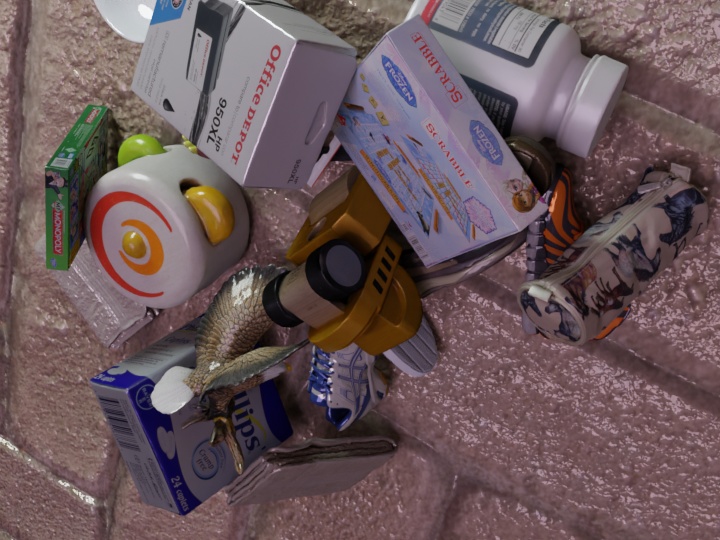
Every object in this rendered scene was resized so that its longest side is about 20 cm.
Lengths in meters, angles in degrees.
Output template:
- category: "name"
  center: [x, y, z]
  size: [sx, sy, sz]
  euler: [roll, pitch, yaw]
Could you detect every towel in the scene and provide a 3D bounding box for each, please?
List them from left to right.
- category: "towel"
  center: [-0.384, 0.012, 1.254]
  size: [0.132, 0.034, 0.201]
  euler: [-35, 94, 35]
- category: "towel"
  center: [-0.064, 0.253, 1.099]
  size: [0.133, 0.199, 0.035]
  euler: [-44, 54, 40]

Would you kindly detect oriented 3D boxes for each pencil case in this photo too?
- category: "pencil case"
  center: [0.235, -0.013, 0.804]
  size: [0.078, 0.200, 0.090]
  euler: [31, 154, 49]

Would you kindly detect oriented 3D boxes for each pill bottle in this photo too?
- category: "pill bottle"
  center: [0.140, -0.185, 0.818]
  size: [0.199, 0.120, 0.120]
  euler: [27, 123, 15]

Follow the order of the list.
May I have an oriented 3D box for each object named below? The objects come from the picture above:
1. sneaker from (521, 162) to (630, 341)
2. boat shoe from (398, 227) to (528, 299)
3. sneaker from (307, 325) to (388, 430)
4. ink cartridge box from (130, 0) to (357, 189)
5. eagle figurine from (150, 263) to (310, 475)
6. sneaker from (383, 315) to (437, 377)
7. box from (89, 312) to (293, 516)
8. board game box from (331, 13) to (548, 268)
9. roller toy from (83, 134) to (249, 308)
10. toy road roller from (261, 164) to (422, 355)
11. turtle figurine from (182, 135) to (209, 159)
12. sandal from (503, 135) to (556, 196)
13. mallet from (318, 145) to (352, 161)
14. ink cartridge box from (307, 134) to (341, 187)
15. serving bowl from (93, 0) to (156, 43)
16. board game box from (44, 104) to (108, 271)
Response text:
- category: "sneaker"
  center: [0.229, -0.014, 0.887]
  size: [0.111, 0.078, 0.201]
  euler: [9, 127, 20]
- category: "boat shoe"
  center: [0.092, -0.020, 0.952]
  size: [0.199, 0.074, 0.074]
  euler: [-27, 90, 28]
- category: "sneaker"
  center: [-0.026, 0.120, 1.027]
  size: [0.075, 0.088, 0.201]
  euler: [29, 154, 40]
- category: "ink cartridge box"
  center: [-0.115, -0.187, 0.817]
  size: [0.200, 0.084, 0.145]
  euler: [40, 118, 31]
- category: "eagle figurine"
  center: [-0.139, 0.105, 1.008]
  size: [0.151, 0.151, 0.201]
  euler: [34, 127, 16]
- category: "sneaker"
  center: [0.012, 0.049, 1.042]
  size: [0.200, 0.073, 0.071]
  euler: [49, 148, 2]
- category: "box"
  center: [-0.214, 0.180, 1.129]
  size: [0.104, 0.199, 0.185]
  euler: [-1, 114, 47]
- category: "board game box"
  center: [0.059, -0.109, 0.813]
  size: [0.201, 0.041, 0.199]
  euler: [55, 159, -5]
- category: "roller toy"
  center: [-0.242, -0.052, 1.079]
  size: [0.199, 0.140, 0.184]
  euler: [26, 123, 15]
- category: "toy road roller"
  center: [0.000, 0.000, 0.933]
  size: [0.146, 0.201, 0.123]
  euler: [37, 141, -19]
- category: "turtle figurine"
  center: [-0.138, -0.208, 0.933]
  size: [0.161, 0.064, 0.201]
  euler: [-39, 70, 35]
- category: "sandal"
  center: [0.139, -0.094, 0.833]
  size: [0.081, 0.055, 0.200]
  euler: [35, 166, 0]
- category: "mallet"
  center: [0.020, -0.142, 0.958]
  size: [0.199, 0.041, 0.066]
  euler: [10, 119, 29]
- category: "ink cartridge box"
  center: [-0.094, -0.203, 0.982]
  size: [0.200, 0.050, 0.109]
  euler: [42, 125, 4]
- category: "serving bowl"
  center: [-0.227, -0.356, 0.959]
  size: [0.199, 0.066, 0.202]
  euler: [14, 112, 38]
- category: "board game box"
  center: [-0.352, -0.108, 1.083]
  size: [0.029, 0.201, 0.136]
  euler: [7, 121, -6]
